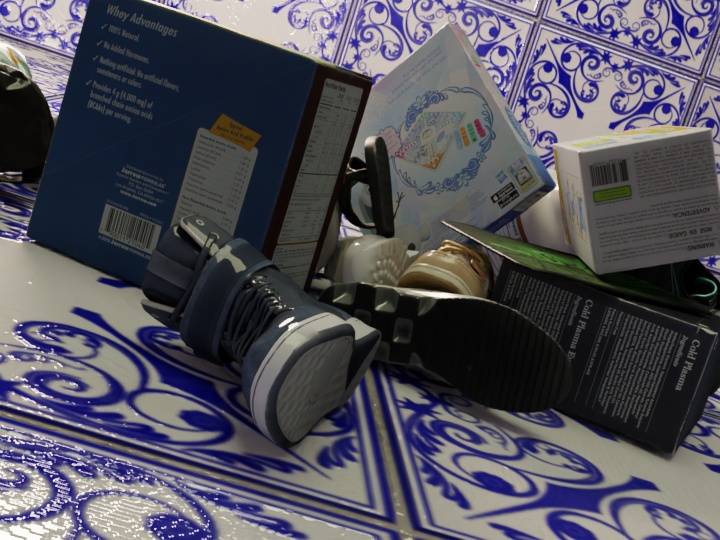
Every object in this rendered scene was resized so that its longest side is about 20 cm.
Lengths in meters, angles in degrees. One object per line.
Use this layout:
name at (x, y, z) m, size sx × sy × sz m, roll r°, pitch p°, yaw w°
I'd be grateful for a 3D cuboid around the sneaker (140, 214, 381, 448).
sneaker at (-0.072, 0.028, 0.617) m, size 0.145 × 0.078 × 0.202 m, roll 31°, pitch 1°, yaw 8°

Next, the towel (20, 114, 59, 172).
towel at (-0.273, -0.134, 1.110) m, size 0.131 × 0.035 × 0.200 m, roll -20°, pitch -5°, yaw 21°

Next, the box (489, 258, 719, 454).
box at (0.217, 0.062, 0.941) m, size 0.180 × 0.105 × 0.199 m, roll 21°, pitch 10°, yaw 23°

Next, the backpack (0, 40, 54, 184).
backpack at (-0.369, -0.152, 0.962) m, size 0.165 × 0.128 × 0.199 m, roll 8°, pitch 11°, yaw -35°

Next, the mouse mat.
mouse mat at (0.180, -0.004, 0.916) m, size 0.198 × 0.008 × 0.161 m, roll 14°, pitch 10°, yaw -25°

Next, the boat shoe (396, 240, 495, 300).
boat shoe at (0.079, 0.009, 0.916) m, size 0.073 × 0.070 × 0.200 m, roll 21°, pitch -10°, yaw 13°

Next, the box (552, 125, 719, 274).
box at (0.239, -0.068, 0.953) m, size 0.111 × 0.103 × 0.200 m, roll -9°, pitch 8°, yaw 4°

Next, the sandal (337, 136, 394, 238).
sandal at (0.005, -0.064, 0.971) m, size 0.047 × 0.077 × 0.201 m, roll -4°, pitch -10°, yaw 3°

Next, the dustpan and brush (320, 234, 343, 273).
dustpan and brush at (-0.084, -0.056, 1.162) m, size 0.138 × 0.058 × 0.200 m, roll 15°, pitch 10°, yaw -19°

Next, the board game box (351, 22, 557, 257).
board game box at (0.071, -0.112, 1.116) m, size 0.043 × 0.199 × 0.201 m, roll 2°, pitch 56°, yaw -60°

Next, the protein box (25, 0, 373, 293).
protein box at (-0.124, -0.091, 0.853) m, size 0.196 × 0.203 × 0.135 m, roll 21°, pitch 10°, yaw 16°

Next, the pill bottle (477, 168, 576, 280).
pill bottle at (0.174, -0.041, 1.152) m, size 0.199 × 0.114 × 0.111 m, roll -21°, pitch -19°, yaw 39°

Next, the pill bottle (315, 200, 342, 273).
pill bottle at (-0.069, -0.077, 1.024) m, size 0.110 × 0.112 × 0.201 m, roll 17°, pitch 25°, yaw -6°

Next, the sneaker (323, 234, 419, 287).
sneaker at (0.000, 0.000, 0.987) m, size 0.080 × 0.077 × 0.200 m, roll 20°, pitch -1°, yaw 10°

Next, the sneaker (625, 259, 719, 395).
sneaker at (0.322, 0.052, 1.062) m, size 0.079 × 0.076 × 0.201 m, roll -7°, pitch -52°, yaw 42°

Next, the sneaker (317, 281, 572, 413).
sneaker at (0.070, 0.050, 0.814) m, size 0.198 × 0.075 × 0.088 m, roll 18°, pitch 4°, yaw 23°
